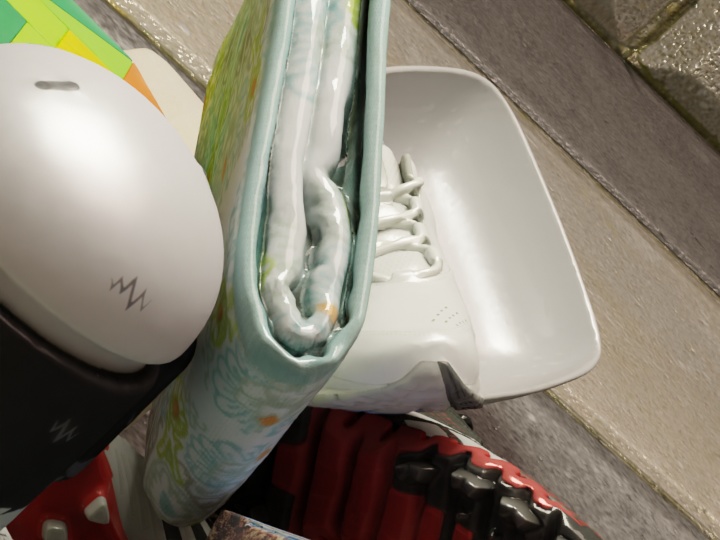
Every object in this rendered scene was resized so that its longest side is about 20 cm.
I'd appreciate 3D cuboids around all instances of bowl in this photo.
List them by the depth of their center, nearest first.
[{"bbox_3d":[0.034,-0.011,1.573,0.200,0.075,0.200,-9,75,-52],"label":"bowl"}]

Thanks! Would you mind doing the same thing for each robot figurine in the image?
[{"bbox_3d":[-0.136,0.018,0.881,0.125,0.200,0.150,48,15,3],"label":"robot figurine"}]

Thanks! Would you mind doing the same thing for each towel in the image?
[{"bbox_3d":[-0.030,-0.026,0.989,0.048,0.171,0.201,13,64,-9],"label":"towel"}]

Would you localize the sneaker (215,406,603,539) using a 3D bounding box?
[{"bbox_3d":[0.029,0.089,1.063,0.200,0.071,0.098,23,14,34],"label":"sneaker"}]

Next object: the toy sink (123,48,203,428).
[{"bbox_3d":[-0.121,-0.005,1.165,0.130,0.112,0.200,49,19,5],"label":"toy sink"}]

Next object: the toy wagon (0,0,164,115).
[{"bbox_3d":[-0.128,-0.077,1.051,0.155,0.040,0.200,45,18,-11],"label":"toy wagon"}]

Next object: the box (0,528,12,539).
[{"bbox_3d":[-0.107,0.156,0.928,0.200,0.041,0.039,56,17,27],"label":"box"}]

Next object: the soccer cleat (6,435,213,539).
[{"bbox_3d":[-0.099,0.099,1.063,0.200,0.069,0.085,46,5,-20],"label":"soccer cleat"}]

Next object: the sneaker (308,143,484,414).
[{"bbox_3d":[0.000,0.000,1.058,0.074,0.087,0.200,2,16,-15],"label":"sneaker"}]

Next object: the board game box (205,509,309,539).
[{"bbox_3d":[0.038,0.184,0.977,0.159,0.097,0.200,15,-18,40],"label":"board game box"}]

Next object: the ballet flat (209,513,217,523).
[{"bbox_3d":[0.001,0.132,1.147,0.200,0.070,0.069,26,-6,47],"label":"ballet flat"}]
